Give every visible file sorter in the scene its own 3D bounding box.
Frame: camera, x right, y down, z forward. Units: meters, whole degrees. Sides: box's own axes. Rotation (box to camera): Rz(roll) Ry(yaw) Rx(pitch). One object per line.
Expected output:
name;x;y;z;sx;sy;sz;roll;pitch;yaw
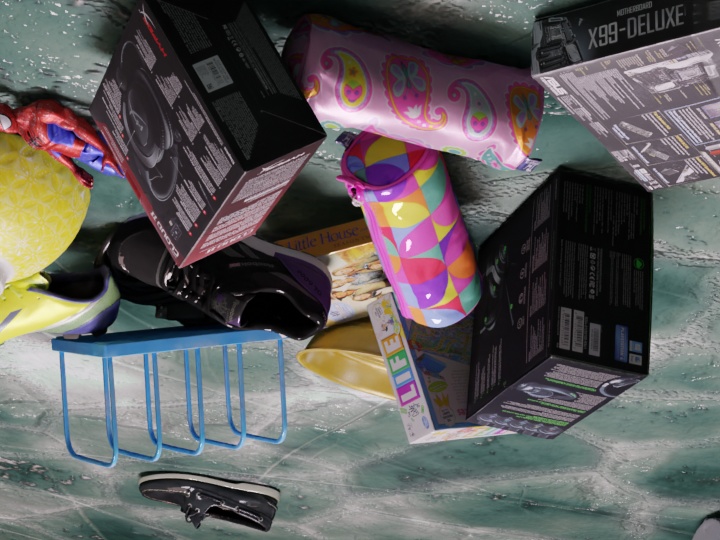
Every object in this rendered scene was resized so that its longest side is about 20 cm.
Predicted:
file sorter;-0.187;0.120;1.650;0.199;0.123;0.139;-4;-178;-31

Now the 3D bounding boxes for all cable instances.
cable;-0.156;-0.001;1.599;0.199;0.051;0.163;-5;149;29

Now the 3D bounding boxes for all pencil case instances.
pencil case;0.038;-0.128;1.220;0.199;0.088;0.087;12;155;-17
pencil case;0.042;-0.037;1.377;0.088;0.089;0.200;-4;140;20

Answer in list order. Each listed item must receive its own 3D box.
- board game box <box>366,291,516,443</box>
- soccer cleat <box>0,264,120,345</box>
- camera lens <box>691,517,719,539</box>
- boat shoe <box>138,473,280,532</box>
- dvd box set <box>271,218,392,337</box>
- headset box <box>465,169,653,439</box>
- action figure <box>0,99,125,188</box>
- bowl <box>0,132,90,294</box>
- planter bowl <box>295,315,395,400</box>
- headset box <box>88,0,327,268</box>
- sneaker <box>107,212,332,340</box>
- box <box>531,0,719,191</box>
board game box;0.101;0.087;1.542;0.034;0.135;0.200;-31;159;37
soccer cleat;-0.325;0.031;1.554;0.199;0.065;0.084;-8;138;-16
camera lens;0.555;0.420;2.221;0.199;0.161;0.160;11;155;-12
boat shoe;-0.214;0.328;2.301;0.198;0.066;0.075;10;156;-10
dvd box set;0.000;0.000;1.519;0.199;0.030;0.146;-14;152;7
headset box;0.169;0.037;1.446;0.092;0.175;0.200;13;154;-15
action figure;-0.222;-0.099;1.391;0.199;0.052;0.065;23;156;-29
bowl;-0.349;-0.038;1.477;0.199;0.108;0.200;5;156;2
planter bowl;0.041;0.072;1.640;0.200;0.084;0.200;13;166;3
headset box;-0.120;-0.105;1.216;0.077;0.149;0.200;-26;169;-27
sneaker;-0.120;0.005;1.416;0.199;0.088;0.076;14;116;-6
box;0.239;-0.133;1.207;0.157;0.050;0.200;-12;151;33
